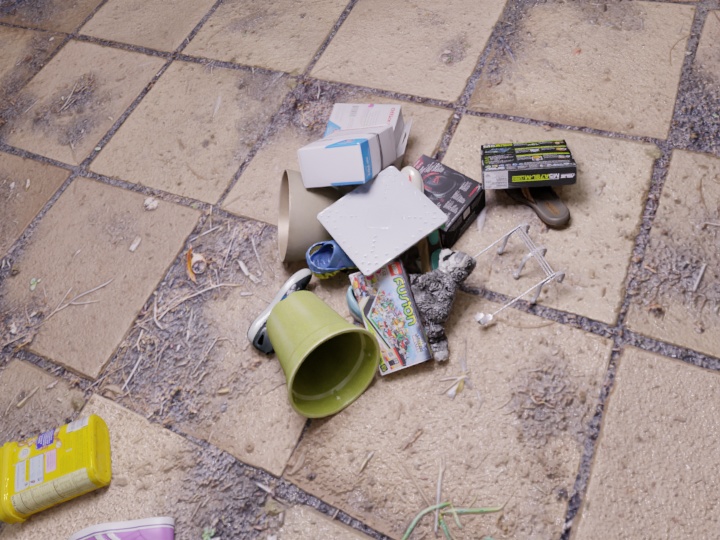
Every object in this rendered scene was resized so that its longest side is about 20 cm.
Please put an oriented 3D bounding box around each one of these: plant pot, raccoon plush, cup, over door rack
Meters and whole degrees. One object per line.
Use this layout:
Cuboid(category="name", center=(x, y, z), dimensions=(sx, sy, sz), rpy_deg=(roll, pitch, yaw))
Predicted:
Cuboid(category="plant pot", center=(-0.089, 0.143, 1.161), dimensions=(0.198, 0.202, 0.184), rpy_deg=(-35, 45, -11))
Cuboid(category="raccoon plush", center=(0.182, 0.059, 1.177), dimensions=(0.131, 0.097, 0.205), rpy_deg=(-18, 96, 13))
Cuboid(category="cup", center=(-0.105, -0.119, 1.341), dimensions=(0.139, 0.202, 0.204), rpy_deg=(1, 53, -16))
Cuboid(category="over door rack", center=(0.291, 0.009, 1.222), dimensions=(0.197, 0.067, 0.150), rpy_deg=(-28, 56, 1))

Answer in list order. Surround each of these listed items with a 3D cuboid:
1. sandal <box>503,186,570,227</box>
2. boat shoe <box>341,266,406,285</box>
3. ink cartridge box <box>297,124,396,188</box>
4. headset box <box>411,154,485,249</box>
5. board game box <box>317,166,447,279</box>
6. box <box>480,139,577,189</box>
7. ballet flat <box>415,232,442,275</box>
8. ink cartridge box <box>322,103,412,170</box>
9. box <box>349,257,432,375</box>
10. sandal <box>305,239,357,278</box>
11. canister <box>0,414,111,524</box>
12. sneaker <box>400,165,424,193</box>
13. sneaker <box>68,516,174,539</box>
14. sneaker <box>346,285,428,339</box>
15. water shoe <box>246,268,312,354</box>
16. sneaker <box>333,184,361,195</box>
Cuboid(category="sandal", center=(0.384, -0.173, 1.322), dimensions=(0.080, 0.055, 0.202), rpy_deg=(-27, 51, -6))
Cuboid(category="boat shoe", center=(0.000, 0.000, 1.290), dimensions=(0.196, 0.075, 0.075), rpy_deg=(10, 66, 26))
Cuboid(category="ink cartridge box", center=(-0.023, -0.247, 1.283), dimensions=(0.143, 0.088, 0.200), rpy_deg=(-1, 21, 25))
Cuboid(category="headset box", center=(0.162, -0.162, 1.356), dimensions=(0.198, 0.076, 0.149), rpy_deg=(32, 70, 29))
Cuboid(category="board game box", center=(0.041, -0.098, 1.193), dimensions=(0.198, 0.026, 0.201), rpy_deg=(-34, 53, -10))
Cuboid(category="box", center=(0.364, -0.237, 1.326), dimensions=(0.194, 0.049, 0.194), rpy_deg=(-2, 26, 11))
Cuboid(category="ballet flat", center=(0.140, -0.044, 1.258), dimensions=(0.062, 0.206, 0.068), rpy_deg=(-7, 6, 41))
Cuboid(category="ink cartridge box", center=(0.026, -0.312, 1.456), dimensions=(0.195, 0.126, 0.131), rpy_deg=(7, 59, 17))
Cuboid(category="box", center=(0.059, 0.088, 1.168), dimensions=(0.108, 0.035, 0.205), rpy_deg=(-19, 89, 9))
Cuboid(category="sandal", center=(-0.035, -0.039, 1.236), dimensions=(0.197, 0.087, 0.081), rpy_deg=(-25, 71, 21))
Cuboid(category="canister", center=(-0.598, 0.384, 1.175), dimensions=(0.196, 0.087, 0.151), rpy_deg=(-20, 55, -2))
Cuboid(category="sneaker", center=(0.070, -0.124, 1.276), dimensions=(0.070, 0.093, 0.204), rpy_deg=(29, 107, 30))
Cuboid(category="sneaker", center=(-0.430, 0.510, 1.062), dimensions=(0.195, 0.073, 0.117), rpy_deg=(-11, 58, 6))
Cuboid(category="sneaker", center=(0.047, 0.091, 1.214), dimensions=(0.197, 0.083, 0.075), rpy_deg=(24, 65, 25))
Cuboid(category="water shoe", center=(-0.155, 0.090, 1.282), dimensions=(0.078, 0.072, 0.201), rpy_deg=(37, 77, 11))
Cuboid(category="sneaker", center=(-0.003, -0.193, 1.416), dimensions=(0.197, 0.071, 0.099), rpy_deg=(7, 28, 43))
